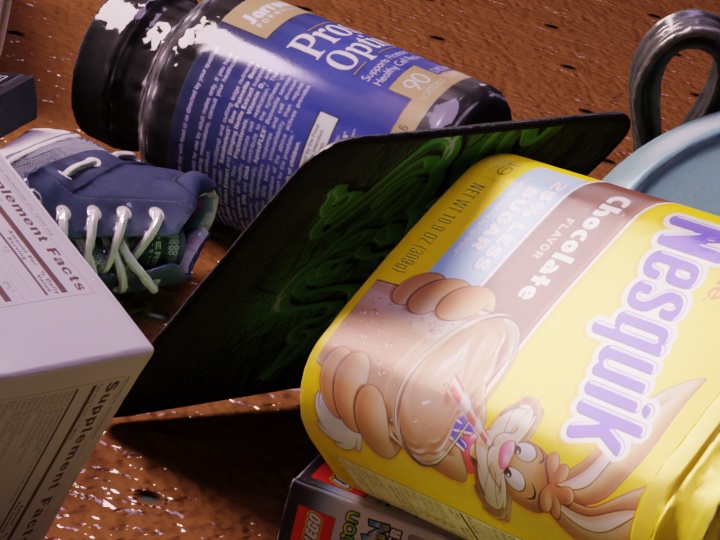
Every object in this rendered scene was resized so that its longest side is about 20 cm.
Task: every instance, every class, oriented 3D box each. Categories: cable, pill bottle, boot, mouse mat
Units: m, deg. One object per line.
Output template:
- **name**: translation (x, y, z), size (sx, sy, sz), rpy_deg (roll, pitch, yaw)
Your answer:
- **cable**: translation (0.122, -0.019, 1.131), size (0.097, 0.200, 0.051), rpy_deg (20, 41, -16)
- **pill bottle**: translation (-0.036, -0.069, 1.262), size (0.199, 0.113, 0.112), rpy_deg (24, 23, 21)
- **boot**: translation (-0.122, -0.016, 1.122), size (0.090, 0.073, 0.200), rpy_deg (11, 20, 7)
- **mouse mat**: translation (0.000, 0.000, 1.025), size (0.160, 0.200, 0.008), rpy_deg (-8, 62, -38)

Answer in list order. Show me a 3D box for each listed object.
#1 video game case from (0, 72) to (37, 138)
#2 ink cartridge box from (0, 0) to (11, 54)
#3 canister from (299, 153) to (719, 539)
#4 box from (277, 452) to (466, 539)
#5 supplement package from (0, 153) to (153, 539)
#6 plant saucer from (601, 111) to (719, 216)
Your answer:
- **video game case**: translation (-0.266, -0.057, 1.127), size (0.198, 0.026, 0.181), rpy_deg (3, 17, 17)
- **ink cartridge box**: translation (-0.266, -0.174, 1.410), size (0.146, 0.083, 0.200), rpy_deg (9, 21, -14)
- **canister**: translation (0.090, 0.042, 0.901), size (0.199, 0.087, 0.149), rpy_deg (20, 61, 46)
- **box**: translation (0.051, 0.082, 1.046), size (0.109, 0.035, 0.200), rpy_deg (19, 22, 12)
- **supplement package**: translation (-0.188, 0.040, 0.853), size (0.199, 0.114, 0.110), rpy_deg (-10, 51, -48)
- **plant saucer**: translation (0.168, 0.014, 1.030), size (0.199, 0.201, 0.027), rpy_deg (23, -21, 20)
